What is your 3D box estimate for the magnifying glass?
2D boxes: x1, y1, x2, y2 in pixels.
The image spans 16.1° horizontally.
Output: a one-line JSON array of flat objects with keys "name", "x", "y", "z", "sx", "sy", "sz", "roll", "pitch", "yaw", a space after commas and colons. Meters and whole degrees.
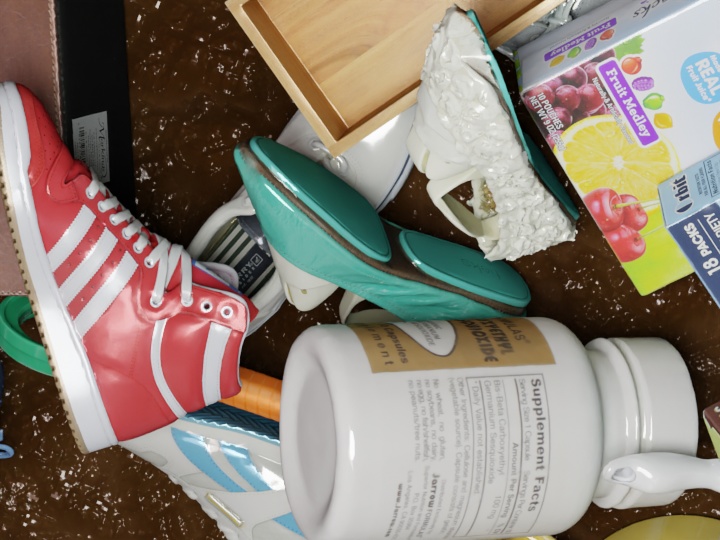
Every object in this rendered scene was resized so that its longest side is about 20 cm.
[{"name": "magnifying glass", "x": -0.108, "y": 0.051, "z": 1.404, "sx": 0.199, "sy": 0.080, "sz": 0.023, "roll": 16, "pitch": 117, "yaw": 14}]

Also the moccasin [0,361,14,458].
[{"name": "moccasin", "x": -0.253, "y": 0.122, "z": 1.465, "sx": 0.080, "sy": 0.068, "sz": 0.201, "roll": 36, "pitch": 111, "yaw": 19}]

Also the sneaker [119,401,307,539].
[{"name": "sneaker", "x": -0.061, "y": 0.118, "z": 1.410, "sx": 0.199, "sy": 0.076, "sz": 0.081, "roll": 20, "pitch": 105, "yaw": 12}]

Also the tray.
[{"name": "tray", "x": 0.040, "y": -0.154, "z": 1.294, "sx": 0.199, "sy": 0.037, "sz": 0.099, "roll": -33, "pitch": 97, "yaw": 19}]

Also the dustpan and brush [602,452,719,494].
[{"name": "dustpan and brush", "x": 0.218, "y": 0.111, "z": 1.304, "sx": 0.199, "sy": 0.057, "sz": 0.140, "roll": -3, "pitch": 128, "yaw": -28}]

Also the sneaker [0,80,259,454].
[{"name": "sneaker", "x": -0.120, "y": -0.013, "z": 1.313, "sx": 0.112, "sy": 0.071, "sz": 0.201, "roll": -16, "pitch": 109, "yaw": -2}]

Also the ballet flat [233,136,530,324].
[{"name": "ballet flat", "x": 0.000, "y": 0.000, "z": 1.337, "sx": 0.199, "sy": 0.068, "sz": 0.070, "roll": 27, "pitch": 115, "yaw": -32}]

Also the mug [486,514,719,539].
[{"name": "mug", "x": 0.144, "y": 0.218, "z": 1.335, "sx": 0.185, "sy": 0.153, "sz": 0.150, "roll": 6, "pitch": 102, "yaw": 13}]

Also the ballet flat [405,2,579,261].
[{"name": "ballet flat", "x": 0.061, "y": -0.057, "z": 1.291, "sx": 0.071, "sy": 0.200, "sz": 0.072, "roll": -9, "pitch": 60, "yaw": 16}]

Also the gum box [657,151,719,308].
[{"name": "gum box", "x": 0.278, "y": -0.018, "z": 1.282, "sx": 0.199, "sy": 0.045, "sz": 0.170, "roll": -28, "pitch": 118, "yaw": 17}]

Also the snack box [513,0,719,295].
[{"name": "snack box", "x": 0.197, "y": -0.091, "z": 1.294, "sx": 0.199, "sy": 0.053, "sz": 0.143, "roll": -26, "pitch": 119, "yaw": 16}]

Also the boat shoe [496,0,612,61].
[{"name": "boat shoe", "x": 0.072, "y": -0.155, "z": 1.334, "sx": 0.201, "sy": 0.065, "sz": 0.075, "roll": 34, "pitch": 106, "yaw": 5}]

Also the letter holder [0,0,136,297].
[{"name": "letter holder", "x": -0.209, "y": -0.093, "z": 1.398, "sx": 0.141, "sy": 0.101, "sz": 0.201, "roll": 0, "pitch": 100, "yaw": 16}]

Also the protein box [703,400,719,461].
[{"name": "protein box", "x": 0.303, "y": 0.127, "z": 1.221, "sx": 0.199, "sy": 0.135, "sz": 0.199, "roll": -27, "pitch": 122, "yaw": -4}]

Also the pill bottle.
[{"name": "pill bottle", "x": 0.066, "y": 0.082, "z": 1.315, "sx": 0.199, "sy": 0.114, "sz": 0.115, "roll": -1, "pitch": 101, "yaw": -19}]

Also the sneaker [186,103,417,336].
[{"name": "sneaker", "x": -0.032, "y": -0.036, "z": 1.377, "sx": 0.073, "sy": 0.071, "sz": 0.200, "roll": 37, "pitch": 106, "yaw": 5}]
